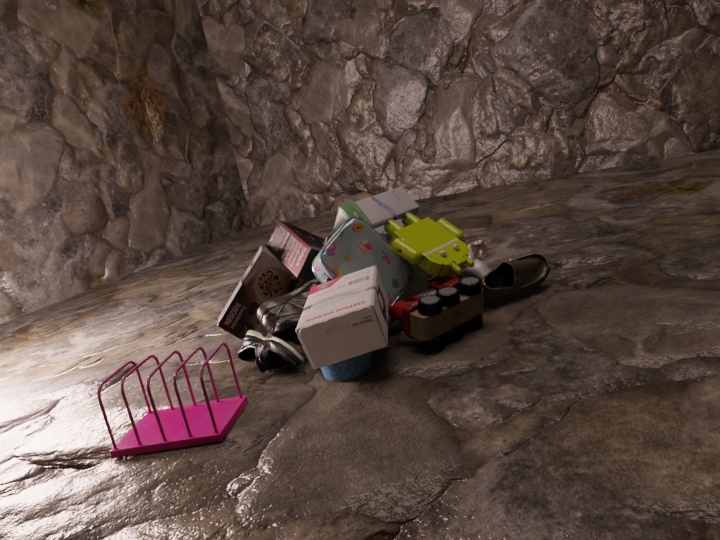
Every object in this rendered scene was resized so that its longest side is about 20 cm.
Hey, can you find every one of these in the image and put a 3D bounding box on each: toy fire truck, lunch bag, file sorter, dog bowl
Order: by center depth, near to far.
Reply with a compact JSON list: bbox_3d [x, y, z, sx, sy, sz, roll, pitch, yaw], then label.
[{"bbox_3d":[-0.316,0.211,1.010,0.195,0.128,0.139,-11,12,10],"label":"file sorter"},{"bbox_3d":[-0.037,0.155,1.145,0.109,0.051,0.200,-15,12,-9],"label":"dog bowl"},{"bbox_3d":[0.126,0.081,1.195,0.174,0.132,0.198,-21,25,-35],"label":"toy fire truck"},{"bbox_3d":[0.000,0.000,1.251,0.161,0.200,0.077,-49,4,-26],"label":"lunch bag"}]

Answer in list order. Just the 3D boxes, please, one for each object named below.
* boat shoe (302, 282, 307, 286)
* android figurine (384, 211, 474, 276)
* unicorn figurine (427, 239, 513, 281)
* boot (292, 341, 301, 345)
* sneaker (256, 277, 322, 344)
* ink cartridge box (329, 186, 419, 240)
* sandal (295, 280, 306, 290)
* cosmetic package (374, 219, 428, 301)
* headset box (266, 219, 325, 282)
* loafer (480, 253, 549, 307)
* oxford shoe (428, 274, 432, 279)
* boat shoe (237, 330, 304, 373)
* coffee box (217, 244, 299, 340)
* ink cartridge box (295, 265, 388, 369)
[{"bbox_3d":[-0.052,0.055,1.424,0.196,0.075,0.063,-11,18,12],"label":"boat shoe"},{"bbox_3d":[0.147,-0.055,1.250,0.180,0.042,0.199,-22,49,-40],"label":"android figurine"},{"bbox_3d":[0.263,-0.003,1.370,0.198,0.075,0.137,23,48,32],"label":"unicorn figurine"},{"bbox_3d":[-0.157,0.125,1.381,0.197,0.066,0.185,-1,8,40],"label":"boot"},{"bbox_3d":[-0.104,0.087,1.240,0.197,0.077,0.114,-24,53,-26],"label":"sneaker"},{"bbox_3d":[0.033,-0.104,1.460,0.198,0.147,0.088,-24,60,-33],"label":"ink cartridge box"},{"bbox_3d":[-0.109,0.029,1.494,0.197,0.081,0.054,-28,24,-3],"label":"sandal"},{"bbox_3d":[0.089,-0.008,1.378,0.105,0.205,0.089,-19,14,-32],"label":"cosmetic package"},{"bbox_3d":[-0.105,-0.027,1.359,0.147,0.076,0.200,22,11,-38],"label":"headset box"},{"bbox_3d":[0.330,0.016,1.284,0.197,0.076,0.070,-26,-24,-17],"label":"loafer"},{"bbox_3d":[0.146,0.033,1.486,0.074,0.071,0.198,-36,16,-32],"label":"oxford shoe"},{"bbox_3d":[-0.188,0.172,1.202,0.197,0.075,0.066,13,55,46],"label":"boat shoe"},{"bbox_3d":[-0.233,0.061,1.381,0.202,0.112,0.080,-57,15,4],"label":"coffee box"},{"bbox_3d":[-0.026,0.081,1.094,0.142,0.086,0.201,-19,17,10],"label":"ink cartridge box"}]
